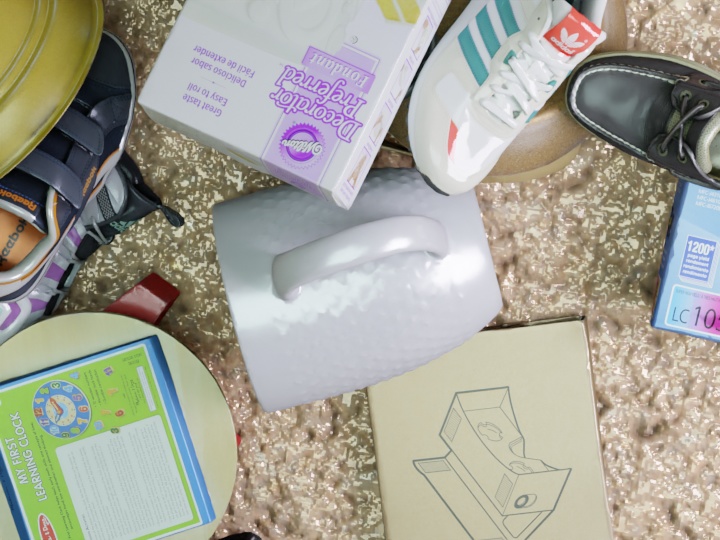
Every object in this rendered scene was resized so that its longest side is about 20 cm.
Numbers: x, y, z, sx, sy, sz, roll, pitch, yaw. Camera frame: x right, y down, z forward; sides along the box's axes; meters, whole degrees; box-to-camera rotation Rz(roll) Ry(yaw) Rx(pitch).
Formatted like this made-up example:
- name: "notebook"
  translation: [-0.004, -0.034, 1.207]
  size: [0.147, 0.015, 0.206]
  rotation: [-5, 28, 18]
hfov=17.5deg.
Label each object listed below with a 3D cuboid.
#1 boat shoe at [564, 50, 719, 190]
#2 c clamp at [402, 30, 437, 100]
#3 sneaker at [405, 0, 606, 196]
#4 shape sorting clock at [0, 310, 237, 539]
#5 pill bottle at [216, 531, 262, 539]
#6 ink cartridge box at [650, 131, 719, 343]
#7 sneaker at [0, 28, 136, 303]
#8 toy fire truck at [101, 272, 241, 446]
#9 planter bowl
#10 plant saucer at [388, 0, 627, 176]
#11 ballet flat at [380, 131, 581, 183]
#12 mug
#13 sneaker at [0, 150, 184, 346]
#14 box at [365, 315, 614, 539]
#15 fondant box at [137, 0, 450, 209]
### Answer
- name: "boat shoe"
  translation: [0.227, -0.090, 1.509]
  size: [0.200, 0.066, 0.072]
  rotation: [22, 102, 7]
- name: "c clamp"
  translation: [-0.049, -0.177, 1.539]
  size: [0.170, 0.027, 0.201]
  rotation: [-31, 78, 1]
- name: "sneaker"
  translation: [0.102, -0.139, 1.490]
  size: [0.070, 0.093, 0.200]
  rotation: [36, 77, -26]
- name: "shape sorting clock"
  translation: [-0.185, 0.127, 1.625]
  size: [0.199, 0.039, 0.201]
  rotation: [-1, 98, -5]
- name: "pill bottle"
  translation: [-0.078, 0.296, 1.656]
  size: [0.111, 0.112, 0.201]
  rotation: [-26, 96, 9]
- name: "ink cartridge box"
  translation: [0.282, -0.048, 1.581]
  size: [0.136, 0.076, 0.201]
  rotation: [12, 99, 4]
- name: "sneaker"
  translation: [-0.210, -0.070, 1.563]
  size: [0.078, 0.079, 0.201]
  rotation: [23, 91, 5]
- name: "toy fire truck"
  translation: [-0.165, 0.118, 1.667]
  size: [0.141, 0.049, 0.200]
  rotation: [40, 102, -1]
- name: "planter bowl"
  translation: [-0.272, -0.143, 1.552]
  size: [0.200, 0.201, 0.083]
  rotation: [-40, 126, 11]
- name: "plant saucer"
  translation: [0.089, -0.165, 1.563]
  size: [0.199, 0.035, 0.201]
  rotation: [1, 84, -12]
- name: "ballet flat"
  translation: [0.052, -0.097, 1.602]
  size: [0.199, 0.063, 0.069]
  rotation: [9, 101, 4]
- name: "mug"
  translation: [0.000, 0.000, 1.556]
  size: [0.174, 0.200, 0.148]
  rotation: [-15, 80, 2]
- name: "sneaker"
  translation: [-0.192, -0.023, 1.632]
  size: [0.139, 0.078, 0.201]
  rotation: [2, 100, 6]
- name: "box"
  translation: [0.093, 0.139, 1.657]
  size: [0.162, 0.021, 0.201]
  rotation: [-7, 98, 7]
- name: "fondant box"
  translation: [-0.032, -0.160, 1.490]
  size: [0.144, 0.058, 0.201]
  rotation: [25, 85, 12]
